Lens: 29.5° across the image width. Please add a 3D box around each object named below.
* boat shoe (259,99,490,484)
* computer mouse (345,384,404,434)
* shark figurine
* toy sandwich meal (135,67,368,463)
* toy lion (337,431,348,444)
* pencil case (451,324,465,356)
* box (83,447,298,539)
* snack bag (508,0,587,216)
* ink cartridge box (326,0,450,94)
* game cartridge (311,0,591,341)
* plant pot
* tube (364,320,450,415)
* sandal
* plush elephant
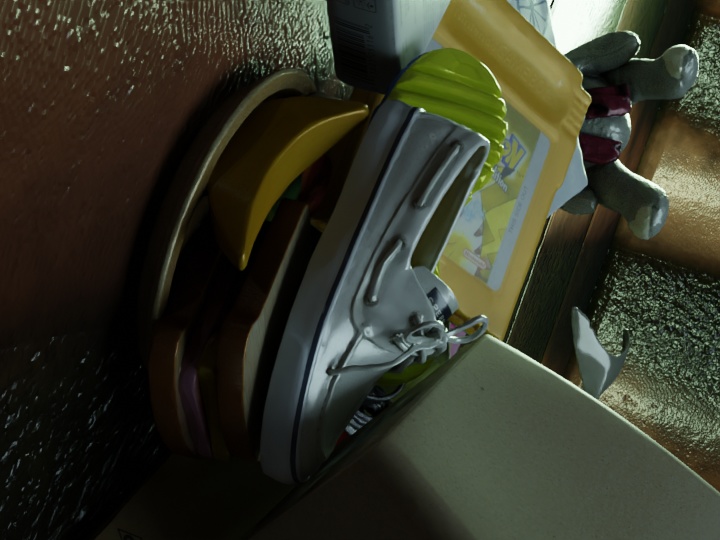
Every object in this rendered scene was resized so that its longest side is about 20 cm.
[{"bbox_3d":[0.020,0.017,0.674,0.075,0.086,0.203,73,36,-67],"label":"boat shoe"},{"bbox_3d":[0.000,0.000,0.893,0.138,0.053,0.201,38,70,-47],"label":"computer mouse"},{"bbox_3d":[0.086,0.099,0.902,0.214,0.089,0.129,-23,-129,57],"label":"shark figurine"},{"bbox_3d":[-0.047,-0.004,0.696,0.205,0.070,0.206,21,90,-75],"label":"toy sandwich meal"},{"bbox_3d":[-0.008,0.184,0.866,0.191,0.200,0.069,-31,144,-39],"label":"toy lion"},{"bbox_3d":[0.060,0.009,1.091,0.088,0.087,0.201,87,27,-57],"label":"pencil case"},{"bbox_3d":[-0.068,0.177,0.719,0.021,0.164,0.200,-36,-173,36],"label":"box"},{"bbox_3d":[0.106,-0.121,0.979,0.188,0.021,0.201,-38,116,-52],"label":"snack bag"},{"bbox_3d":[0.037,-0.223,0.768,0.160,0.047,0.201,80,31,-62],"label":"ink cartridge box"},{"bbox_3d":[0.065,-0.080,0.879,0.176,0.032,0.201,34,72,-36],"label":"game cartridge"},{"bbox_3d":[0.051,0.156,0.698,0.200,0.177,0.200,-42,177,37],"label":"plant pot"},{"bbox_3d":[0.024,0.081,0.980,0.052,0.058,0.200,-27,161,-36],"label":"tube"},{"bbox_3d":[0.020,-0.033,0.772,0.201,0.079,0.087,-68,-163,-13],"label":"sandal"},{"bbox_3d":[0.164,-0.135,1.154,0.154,0.199,0.166,4,106,-51],"label":"plush elephant"}]
